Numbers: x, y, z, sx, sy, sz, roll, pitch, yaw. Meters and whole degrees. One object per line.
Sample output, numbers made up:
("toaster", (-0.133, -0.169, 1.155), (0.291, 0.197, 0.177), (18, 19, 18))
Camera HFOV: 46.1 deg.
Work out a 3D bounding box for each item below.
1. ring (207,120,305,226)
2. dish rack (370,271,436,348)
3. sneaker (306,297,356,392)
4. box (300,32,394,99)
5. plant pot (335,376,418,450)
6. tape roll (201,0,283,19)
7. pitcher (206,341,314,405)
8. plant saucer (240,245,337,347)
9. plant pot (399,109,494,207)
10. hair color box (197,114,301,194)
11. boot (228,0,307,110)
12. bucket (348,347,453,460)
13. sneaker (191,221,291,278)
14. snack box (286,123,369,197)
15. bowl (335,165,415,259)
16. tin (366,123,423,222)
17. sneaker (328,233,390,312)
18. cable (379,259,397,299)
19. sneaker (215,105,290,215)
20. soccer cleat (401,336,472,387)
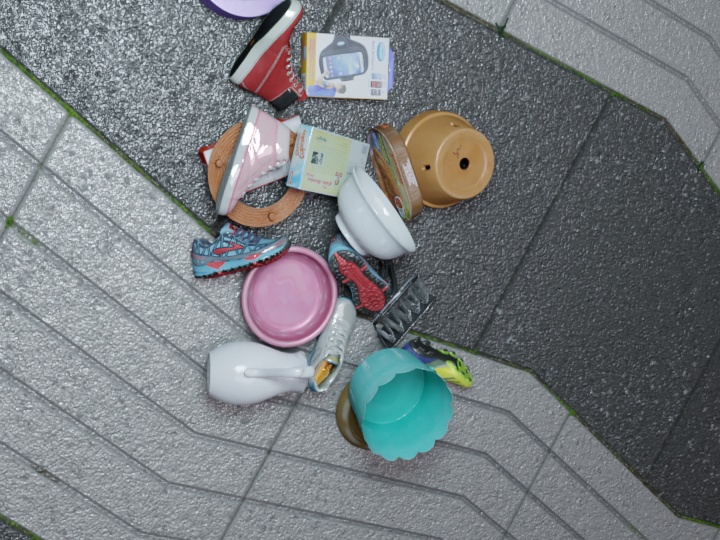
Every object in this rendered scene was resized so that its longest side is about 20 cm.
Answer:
("ring", (-0.186, -0.181, 1.576), (0.197, 0.019, 0.204), (-6, 106, -22))
("dish rack", (0.087, 0.081, 1.727), (0.054, 0.200, 0.154), (39, 83, 13))
("sneaker", (-0.055, 0.154, 1.731), (0.076, 0.081, 0.203), (21, 90, -23))
("box", (-0.019, -0.398, 1.658), (0.196, 0.041, 0.121), (-3, 101, -20))
("plant pot", (0.044, 0.300, 1.817), (0.196, 0.027, 0.204), (-6, 109, -16))
("tape roll", (-0.215, -0.561, 1.529), (0.197, 0.065, 0.204), (-5, 102, -23))
("pitcher", (-0.192, 0.196, 1.626), (0.196, 0.171, 0.124), (1, 80, -14))
("plant saucer", (-0.145, 0.049, 1.687), (0.197, 0.051, 0.205), (-4, 101, -20))
("plant pot", (0.181, -0.221, 1.724), (0.197, 0.140, 0.204), (-5, 104, -22))
("hair color box", (-0.198, -0.215, 1.607), (0.197, 0.061, 0.103), (-23, 109, -16))
("boot", (-0.132, -0.392, 1.558), (0.143, 0.073, 0.200), (28, 127, -26))
("bucket", (0.078, 0.267, 1.727), (0.203, 0.135, 0.211), (-6, 111, -16))
("sneaker", (-0.230, -0.047, 1.590), (0.196, 0.079, 0.097), (-13, 90, 7))
("snack box", (-0.059, -0.204, 1.627), (0.199, 0.037, 0.118), (5, 100, -57))
("bowl", (0.015, -0.093, 1.626), (0.090, 0.202, 0.201), (-36, 114, 12))
("tin", (0.070, -0.196, 1.697), (0.041, 0.112, 0.203), (-25, 110, -16))
("sneaker", (0.000, 0.000, 1.712), (0.078, 0.096, 0.201), (-25, 131, 10))
("cable", (0.048, -0.037, 1.768), (0.096, 0.050, 0.203), (-27, 121, -18))
("sneaker", (-0.186, -0.183, 1.523), (0.103, 0.075, 0.203), (20, 90, -21))
("soccer cleat", (0.163, 0.212, 1.857), (0.198, 0.065, 0.084), (29, 118, -29))
